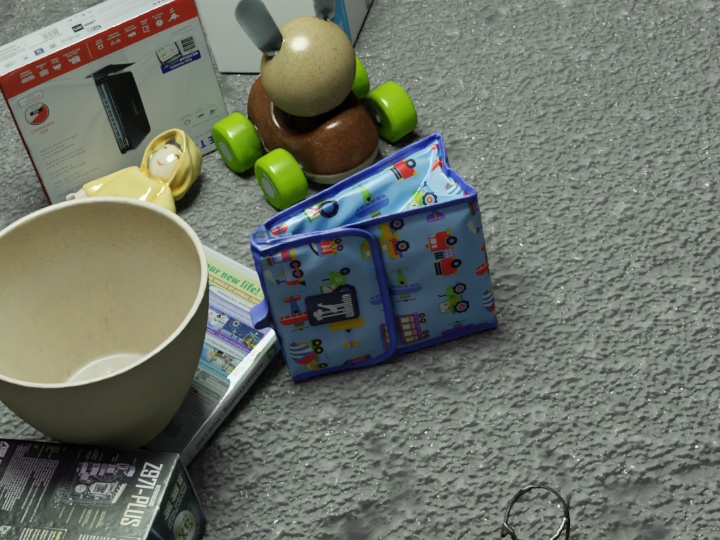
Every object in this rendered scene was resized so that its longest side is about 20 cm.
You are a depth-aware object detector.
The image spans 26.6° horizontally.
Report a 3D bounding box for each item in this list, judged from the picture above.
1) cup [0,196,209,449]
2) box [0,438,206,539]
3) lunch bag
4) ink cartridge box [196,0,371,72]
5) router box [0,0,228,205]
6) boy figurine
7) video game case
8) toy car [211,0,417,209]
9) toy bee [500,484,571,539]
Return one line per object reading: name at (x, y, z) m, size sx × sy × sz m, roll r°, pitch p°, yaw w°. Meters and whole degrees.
cup at (-0.208, 0.062, 1.207) m, size 0.198 × 0.144 × 0.202 m, roll -3°, pitch 45°, yaw 3°
box at (-0.226, 0.233, 1.130) m, size 0.162 × 0.087 × 0.201 m, roll 2°, pitch 46°, yaw 17°
lunch bag at (0.000, 0.000, 1.261) m, size 0.198 × 0.152 × 0.094 m, roll -21°, pitch 43°, yaw -7°
ink cartridge box at (-0.073, -0.329, 1.623) m, size 0.145 × 0.147 × 0.201 m, roll 3°, pitch 46°, yaw 19°
router box at (-0.236, -0.167, 1.477) m, size 0.198 × 0.181 × 0.049 m, roll -26°, pitch 44°, yaw -12°
boy figurine at (-0.224, -0.057, 1.446) m, size 0.199 × 0.065 × 0.124 m, roll -39°, pitch 47°, yaw -18°
video game case at (-0.173, 0.055, 1.318) m, size 0.199 × 0.022 × 0.183 m, roll 26°, pitch 63°, yaw 27°
toy car at (-0.058, -0.192, 1.438) m, size 0.163 × 0.201 × 0.158 m, roll -33°, pitch 46°, yaw -19°
toy bee at (0.150, 0.257, 1.009) m, size 0.129 × 0.109 × 0.202 m, roll 6°, pitch 71°, yaw 9°
